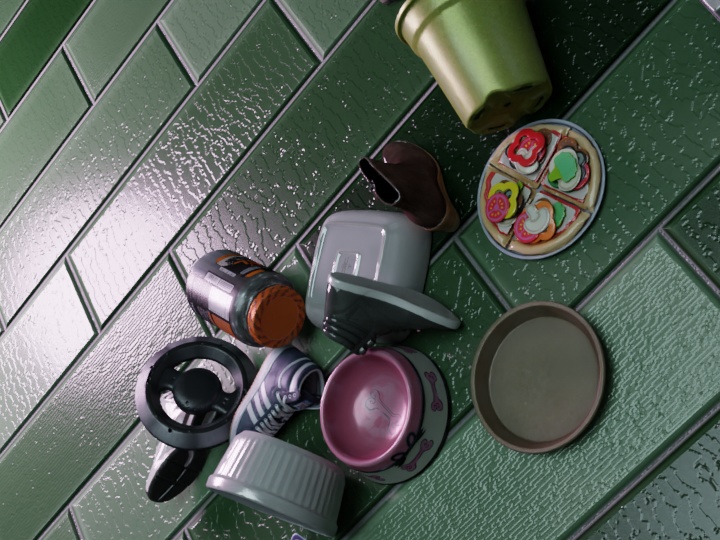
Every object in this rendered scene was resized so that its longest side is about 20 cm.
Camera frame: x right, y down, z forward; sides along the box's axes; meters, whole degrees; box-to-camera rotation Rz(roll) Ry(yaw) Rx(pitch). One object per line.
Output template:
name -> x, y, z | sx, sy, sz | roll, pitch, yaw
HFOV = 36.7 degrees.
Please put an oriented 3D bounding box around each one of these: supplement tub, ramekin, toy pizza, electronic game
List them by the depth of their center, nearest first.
toy pizza -> 0.241, -0.115, 1.492 | 0.199, 0.032, 0.202 | -13, 68, 36
ramekin -> -0.113, 0.302, 1.554 | 0.201, 0.202, 0.095 | 7, 68, 40
supplement tub -> -0.180, 0.047, 1.714 | 0.199, 0.122, 0.123 | 24, 92, 48
electronic game -> -0.260, 0.194, 1.736 | 0.198, 0.042, 0.201 | 1, 57, -1

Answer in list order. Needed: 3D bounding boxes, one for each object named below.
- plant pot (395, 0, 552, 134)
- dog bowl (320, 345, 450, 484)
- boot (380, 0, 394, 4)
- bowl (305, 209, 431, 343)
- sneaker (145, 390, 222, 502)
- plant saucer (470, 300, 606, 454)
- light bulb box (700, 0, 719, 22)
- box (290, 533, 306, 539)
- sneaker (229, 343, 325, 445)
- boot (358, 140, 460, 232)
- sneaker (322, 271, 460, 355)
plant pot -> 0.174, -0.302, 1.518 | 0.200, 0.200, 0.185 | -33, 69, 28
dog bowl -> 0.026, 0.199, 1.544 | 0.199, 0.074, 0.202 | -13, 68, 36
boot -> -0.020, -0.531, 1.754 | 0.073, 0.153, 0.204 | -43, 54, 21
bowl -> 0.000, 0.000, 1.628 | 0.199, 0.074, 0.201 | 7, 79, 40
sneaker -> -0.308, 0.279, 1.806 | 0.115, 0.076, 0.201 | 28, 87, 49
plant saucer -> 0.234, 0.140, 1.421 | 0.199, 0.029, 0.202 | -13, 69, 36
light bulb box -> 0.490, -0.360, 1.251 | 0.198, 0.199, 0.125 | -42, 53, 22
box -> -0.086, 0.497, 1.570 | 0.121, 0.032, 0.201 | 23, 93, 41
sneaker -> -0.125, 0.218, 1.665 | 0.108, 0.070, 0.201 | 24, 89, 43
boot -> 0.054, -0.142, 1.564 | 0.072, 0.166, 0.200 | -47, 52, 18
sneaker -> 0.036, 0.075, 1.527 | 0.071, 0.199, 0.100 | -107, 34, -72
